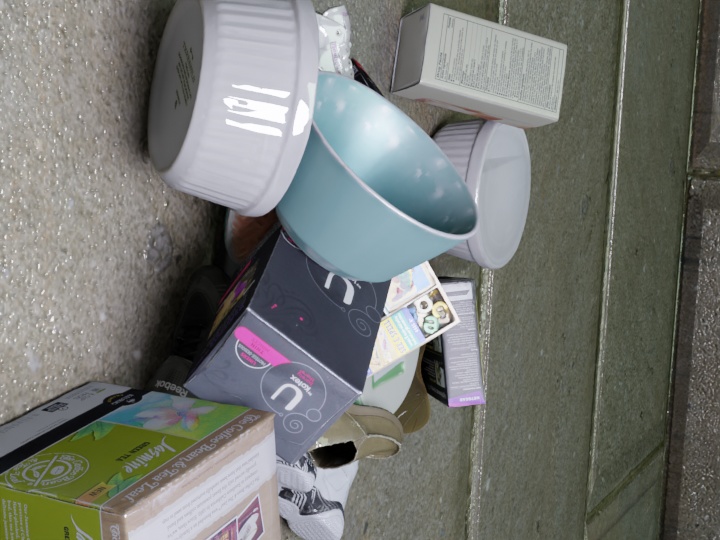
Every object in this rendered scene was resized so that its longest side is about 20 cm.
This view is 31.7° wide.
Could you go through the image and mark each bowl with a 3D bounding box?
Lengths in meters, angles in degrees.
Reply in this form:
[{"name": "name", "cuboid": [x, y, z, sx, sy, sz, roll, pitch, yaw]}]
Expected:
[{"name": "bowl", "cuboid": [-0.001, -0.068, 1.118, 0.105, 0.201, 0.200, -48, 166, 25]}]

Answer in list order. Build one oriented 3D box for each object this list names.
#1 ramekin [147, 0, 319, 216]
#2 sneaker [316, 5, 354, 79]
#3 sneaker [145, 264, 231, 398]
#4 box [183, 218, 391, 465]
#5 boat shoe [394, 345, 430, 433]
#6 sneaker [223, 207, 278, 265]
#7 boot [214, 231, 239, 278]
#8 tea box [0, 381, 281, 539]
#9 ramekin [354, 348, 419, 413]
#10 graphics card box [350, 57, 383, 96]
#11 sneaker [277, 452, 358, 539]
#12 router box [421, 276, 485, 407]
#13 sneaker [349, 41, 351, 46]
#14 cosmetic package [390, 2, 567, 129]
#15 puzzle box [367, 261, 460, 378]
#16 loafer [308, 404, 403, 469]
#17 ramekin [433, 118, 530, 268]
[{"name": "ramekin", "cuboid": [-0.115, -0.151, 1.080, 0.093, 0.202, 0.206, 8, 89, -24]}, {"name": "sneaker", "cuboid": [-0.032, -0.198, 1.242, 0.201, 0.099, 0.075, 51, 5, -15]}, {"name": "sneaker", "cuboid": [-0.156, 0.096, 1.178, 0.090, 0.066, 0.203, 4, 95, -68]}, {"name": "box", "cuboid": [-0.058, 0.048, 1.113, 0.122, 0.106, 0.201, 36, 29, -12]}, {"name": "boat shoe", "cuboid": [0.047, 0.106, 1.605, 0.063, 0.072, 0.203, -130, -154, -62]}, {"name": "sneaker", "cuboid": [-0.089, -0.105, 1.204, 0.070, 0.080, 0.202, 9, 110, -21]}, {"name": "boot", "cuboid": [-0.068, -0.027, 1.248, 0.070, 0.130, 0.203, -11, 111, -62]}, {"name": "tea box", "cuboid": [-0.192, 0.190, 0.987, 0.200, 0.194, 0.136, -29, 122, -59]}, {"name": "ramekin", "cuboid": [-0.008, 0.077, 1.437, 0.199, 0.096, 0.203, -23, 116, -60]}, {"name": "graphics card box", "cuboid": [0.039, -0.128, 1.410, 0.201, 0.051, 0.125, 59, 7, 30]}, {"name": "sneaker", "cuboid": [-0.060, 0.204, 1.397, 0.201, 0.074, 0.116, 64, 34, -42]}, {"name": "router box", "cuboid": [0.108, 0.084, 1.594, 0.200, 0.050, 0.152, -170, -105, -84]}, {"name": "sneaker", "cuboid": [-0.048, -0.147, 1.327, 0.076, 0.079, 0.203, -33, 127, -59]}, {"name": "cosmetic package", "cuboid": [0.147, -0.248, 1.568, 0.198, 0.087, 0.105, 13, 83, -24]}, {"name": "puzzle box", "cuboid": [0.000, 0.000, 1.322, 0.202, 0.132, 0.025, 59, 0, -4]}, {"name": "loafer", "cuboid": [-0.021, 0.175, 1.327, 0.199, 0.075, 0.068, 26, 54, -50]}, {"name": "ramekin", "cuboid": [0.152, -0.109, 1.703, 0.202, 0.093, 0.205, -26, 119, -59]}]
